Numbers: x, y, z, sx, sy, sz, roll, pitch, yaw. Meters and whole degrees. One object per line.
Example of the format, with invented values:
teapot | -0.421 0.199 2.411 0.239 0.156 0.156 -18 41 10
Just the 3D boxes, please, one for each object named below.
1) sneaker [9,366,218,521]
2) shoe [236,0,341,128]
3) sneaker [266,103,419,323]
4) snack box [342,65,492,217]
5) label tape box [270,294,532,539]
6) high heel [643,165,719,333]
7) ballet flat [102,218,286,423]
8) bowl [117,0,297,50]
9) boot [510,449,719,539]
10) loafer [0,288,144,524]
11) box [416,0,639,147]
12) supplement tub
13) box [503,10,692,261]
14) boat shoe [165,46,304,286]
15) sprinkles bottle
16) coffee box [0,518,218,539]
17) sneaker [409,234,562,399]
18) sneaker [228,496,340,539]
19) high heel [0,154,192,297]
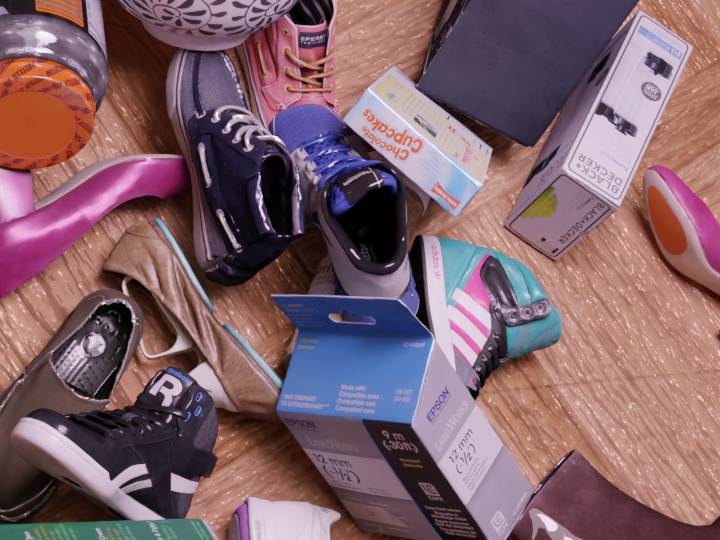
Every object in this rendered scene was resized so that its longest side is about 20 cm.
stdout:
sneaker | -0.162 0.106 1.080 0.073 0.200 0.112 20 72 25
shoe | -0.051 -0.165 1.304 0.071 0.091 0.201 -12 73 -27
sneaker | -0.006 -0.061 1.195 0.080 0.115 0.200 -18 62 -13
snack box | 0.051 -0.110 1.280 0.116 0.037 0.200 40 14 -2
label tape box | 0.016 0.109 1.134 0.066 0.143 0.200 -54 125 -30
high heel | 0.334 -0.022 1.403 0.096 0.067 0.201 -34 89 -19
ballet flat | -0.128 0.054 1.196 0.072 0.068 0.200 -37 85 -11
bowl | -0.125 -0.233 1.223 0.199 0.095 0.201 8 33 -5
boot | 0.229 0.206 1.267 0.200 0.072 0.167 -39 88 -28
loafer | -0.220 0.093 1.119 0.075 0.070 0.201 30 70 -7
box | 0.157 -0.252 1.342 0.123 0.200 0.197 25 43 -9
supplement tub | -0.254 -0.182 1.182 0.122 0.123 0.201 6 50 -21
box | 0.210 -0.119 1.380 0.060 0.117 0.201 33 60 -6
boat shoe | -0.089 -0.097 1.199 0.074 0.092 0.202 -1 72 -40
sprinkles bottle | 0.000 0.000 1.266 0.068 0.068 0.201 26 60 -10
coffee box | -0.200 0.229 1.043 0.199 0.044 0.124 4 110 -28
sneaker | 0.106 0.067 1.277 0.120 0.084 0.202 2 65 -12
sneaker | -0.039 0.260 1.128 0.099 0.075 0.202 3 67 -21
high heel | -0.200 -0.038 1.210 0.199 0.067 0.097 -8 93 -36
